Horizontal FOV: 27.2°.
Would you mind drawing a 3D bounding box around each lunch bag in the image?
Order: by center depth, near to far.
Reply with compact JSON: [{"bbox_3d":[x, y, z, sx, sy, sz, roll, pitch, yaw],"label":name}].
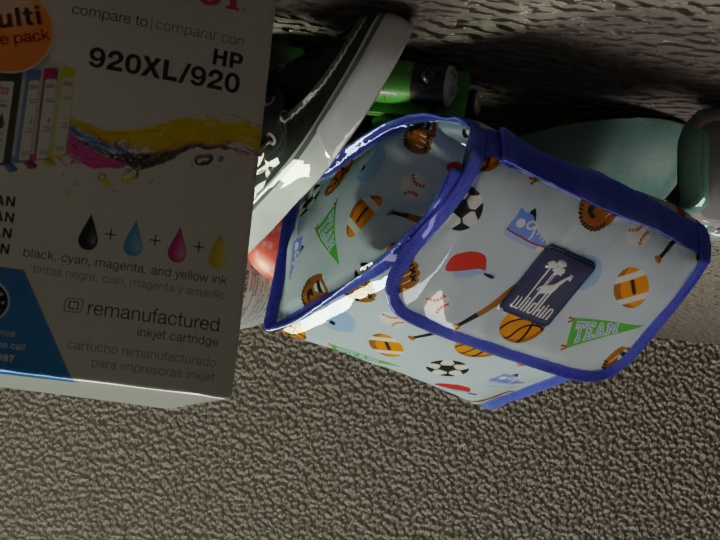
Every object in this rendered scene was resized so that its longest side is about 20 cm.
[{"bbox_3d":[0.068,-0.006,0.829,0.170,0.124,0.200,21,151,-28],"label":"lunch bag"}]

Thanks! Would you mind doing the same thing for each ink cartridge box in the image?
[{"bbox_3d":[-0.132,-0.044,0.700,0.147,0.200,0.145,8,171,-16],"label":"ink cartridge box"}]

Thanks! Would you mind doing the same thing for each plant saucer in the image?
[{"bbox_3d":[0.124,-0.042,0.962,0.201,0.039,0.201,-10,164,-3],"label":"plant saucer"}]

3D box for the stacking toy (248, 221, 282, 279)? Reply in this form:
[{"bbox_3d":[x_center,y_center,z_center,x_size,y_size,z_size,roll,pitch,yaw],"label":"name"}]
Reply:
[{"bbox_3d":[0.000,0.000,0.994,0.085,0.086,0.200,1,165,45],"label":"stacking toy"}]

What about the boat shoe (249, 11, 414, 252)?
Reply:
[{"bbox_3d":[-0.042,-0.074,0.784,0.057,0.069,0.200,34,138,-9],"label":"boat shoe"}]

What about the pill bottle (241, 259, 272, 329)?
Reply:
[{"bbox_3d":[-0.102,-0.011,1.025,0.111,0.112,0.200,2,-171,40],"label":"pill bottle"}]

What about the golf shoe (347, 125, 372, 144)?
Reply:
[{"bbox_3d":[-0.022,-0.069,1.019,0.200,0.073,0.092,8,174,-15],"label":"golf shoe"}]

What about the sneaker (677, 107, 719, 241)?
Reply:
[{"bbox_3d":[0.274,-0.055,0.855,0.140,0.078,0.200,-1,179,35],"label":"sneaker"}]

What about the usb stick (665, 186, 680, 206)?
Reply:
[{"bbox_3d":[0.162,-0.059,1.139,0.200,0.033,0.055,1,180,44],"label":"usb stick"}]

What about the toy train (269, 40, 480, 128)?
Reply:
[{"bbox_3d":[-0.033,-0.105,0.832,0.200,0.042,0.056,5,164,14],"label":"toy train"}]
